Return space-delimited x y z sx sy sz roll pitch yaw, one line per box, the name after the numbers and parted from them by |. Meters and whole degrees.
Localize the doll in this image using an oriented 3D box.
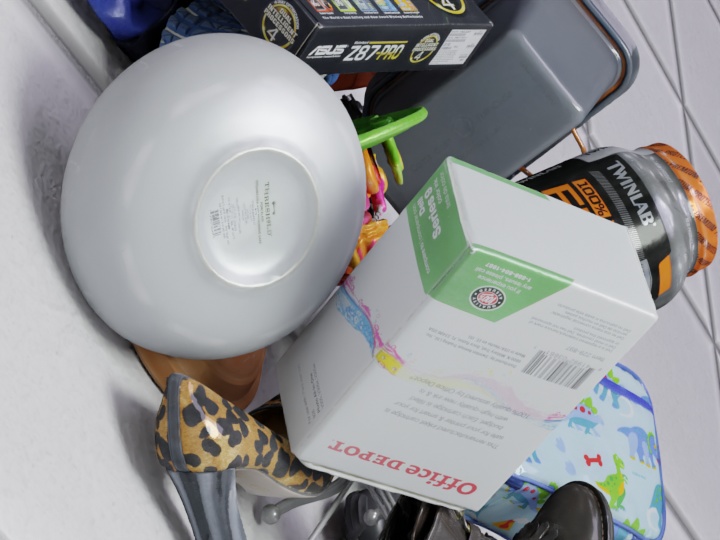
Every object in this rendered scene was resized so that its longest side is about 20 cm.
-0.137 -0.175 1.699 0.200 0.048 0.137 55 44 -45 | doll

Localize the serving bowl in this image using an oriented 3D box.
-0.076 -0.038 1.535 0.066 0.200 0.201 26 -31 57 | serving bowl

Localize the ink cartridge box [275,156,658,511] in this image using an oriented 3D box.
0.061 0.044 1.575 0.145 0.200 0.088 19 36 -29 | ink cartridge box

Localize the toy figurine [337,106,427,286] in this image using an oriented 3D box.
0.000 0.000 1.712 0.200 0.149 0.185 -92 163 -83 | toy figurine

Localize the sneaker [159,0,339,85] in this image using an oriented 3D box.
-0.064 -0.136 1.719 0.200 0.077 0.086 -23 129 -52 | sneaker

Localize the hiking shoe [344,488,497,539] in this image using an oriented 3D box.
0.059 0.204 1.827 0.200 0.100 0.076 49 29 -48 | hiking shoe

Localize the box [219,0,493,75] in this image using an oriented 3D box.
-0.025 -0.198 1.695 0.199 0.049 0.161 -7 50 -52 | box

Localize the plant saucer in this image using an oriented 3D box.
-0.109 -0.003 1.658 0.200 0.032 0.202 -18 90 -71 | plant saucer

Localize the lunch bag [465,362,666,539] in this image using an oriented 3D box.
0.133 0.119 1.872 0.199 0.082 0.162 29 44 -34 | lunch bag

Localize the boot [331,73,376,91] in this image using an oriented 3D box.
-0.010 -0.196 1.880 0.201 0.106 0.075 89 -20 -56 | boot

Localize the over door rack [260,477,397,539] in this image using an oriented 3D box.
-0.017 0.223 1.671 0.148 0.066 0.201 61 35 -30 | over door rack

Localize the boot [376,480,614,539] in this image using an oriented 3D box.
0.082 0.188 1.696 0.174 0.069 0.201 51 58 -39 | boot

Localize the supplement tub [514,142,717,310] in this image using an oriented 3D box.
0.141 -0.010 1.787 0.123 0.199 0.123 51 -25 35 | supplement tub

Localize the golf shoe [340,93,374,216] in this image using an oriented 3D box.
-0.021 -0.060 1.886 0.095 0.077 0.200 67 21 -13 | golf shoe

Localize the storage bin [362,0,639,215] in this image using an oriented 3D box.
0.093 -0.107 1.836 0.146 0.200 0.134 50 25 -8 | storage bin

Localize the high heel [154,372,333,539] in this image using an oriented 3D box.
-0.067 0.083 1.601 0.200 0.071 0.143 -60 143 -53 | high heel
